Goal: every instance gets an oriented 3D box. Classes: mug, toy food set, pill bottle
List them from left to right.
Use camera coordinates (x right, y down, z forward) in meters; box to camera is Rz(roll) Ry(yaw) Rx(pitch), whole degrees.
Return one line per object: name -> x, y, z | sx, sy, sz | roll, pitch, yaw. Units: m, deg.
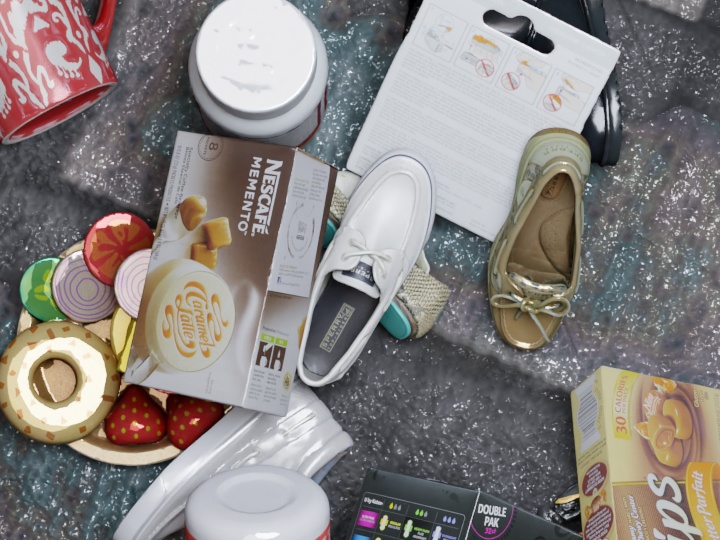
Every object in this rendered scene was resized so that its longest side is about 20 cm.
mug -> -0.269, -0.224, 1.658 | 0.177, 0.133, 0.201 | -27, 89, -1
toy food set -> -0.187, 0.058, 1.673 | 0.199, 0.049, 0.199 | 17, 85, 1
pill bottle -> -0.079, -0.153, 1.617 | 0.109, 0.200, 0.110 | 0, 85, -1
pill bottle -> -0.078, 0.260, 1.599 | 0.112, 0.113, 0.201 | -1, 114, -1

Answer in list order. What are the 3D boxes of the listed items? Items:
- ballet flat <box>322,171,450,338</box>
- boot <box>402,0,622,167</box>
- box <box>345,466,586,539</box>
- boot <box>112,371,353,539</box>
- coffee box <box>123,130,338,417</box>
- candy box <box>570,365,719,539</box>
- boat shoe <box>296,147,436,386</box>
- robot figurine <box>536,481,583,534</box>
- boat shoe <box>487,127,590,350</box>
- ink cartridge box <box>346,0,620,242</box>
ballet flat -> -0.005, -0.033, 1.683 | 0.200, 0.068, 0.075 | 45, 64, -3
boot -> 0.119, -0.172, 1.683 | 0.167, 0.076, 0.201 | -9, 82, -3
box -> 0.063, 0.271, 1.581 | 0.124, 0.148, 0.201 | 7, 74, 44
boot -> -0.099, 0.176, 1.650 | 0.200, 0.074, 0.096 | -44, 81, -5
coffee box -> -0.099, 0.002, 1.594 | 0.114, 0.080, 0.201 | 11, 86, 27
candy box -> 0.232, 0.182, 1.610 | 0.115, 0.055, 0.201 | 12, 58, -21
boat shoe -> 0.000, 0.000, 1.614 | 0.072, 0.066, 0.201 | 30, 102, -2
robot figurine -> 0.186, 0.269, 1.654 | 0.144, 0.058, 0.201 | 27, 86, 2
boat shoe -> 0.140, -0.014, 1.633 | 0.073, 0.063, 0.201 | 5, 122, 1
ink cartridge box -> 0.098, -0.133, 1.644 | 0.159, 0.047, 0.201 | 27, 120, 2
